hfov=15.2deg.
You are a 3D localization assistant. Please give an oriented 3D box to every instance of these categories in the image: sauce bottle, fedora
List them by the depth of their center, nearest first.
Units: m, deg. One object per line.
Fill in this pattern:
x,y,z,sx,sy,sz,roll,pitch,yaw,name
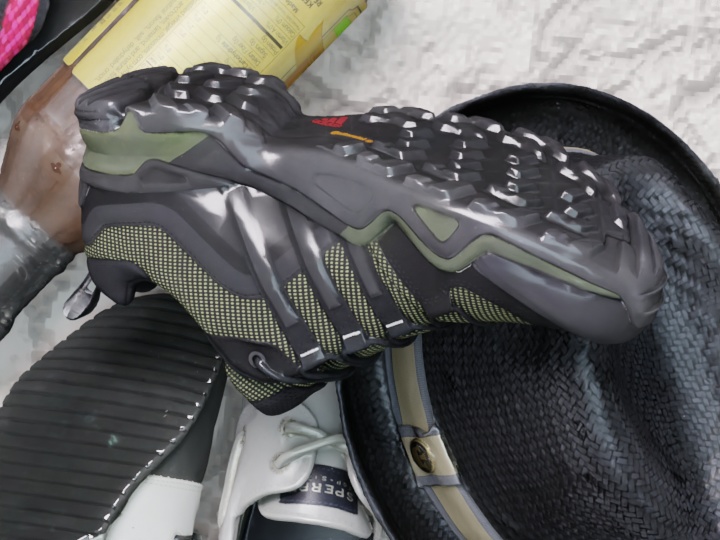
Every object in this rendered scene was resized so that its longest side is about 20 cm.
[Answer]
0.088,0.031,0.909,0.201,0.092,0.201,3,84,-26,fedora
-0.075,-0.056,0.925,0.200,0.065,0.065,-45,98,1,sauce bottle

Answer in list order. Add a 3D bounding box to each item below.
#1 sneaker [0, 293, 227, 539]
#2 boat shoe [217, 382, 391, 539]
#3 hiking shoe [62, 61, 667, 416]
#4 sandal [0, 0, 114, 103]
-0.093,0.103,0.927,0.074,0.089,0.200,9,59,27,sneaker
-0.017,0.076,0.941,0.072,0.066,0.200,17,93,-7,boat shoe
0.000,0.000,0.863,0.200,0.076,0.101,17,116,19,hiking shoe
-0.134,-0.093,0.913,0.075,0.045,0.200,38,92,20,sandal
